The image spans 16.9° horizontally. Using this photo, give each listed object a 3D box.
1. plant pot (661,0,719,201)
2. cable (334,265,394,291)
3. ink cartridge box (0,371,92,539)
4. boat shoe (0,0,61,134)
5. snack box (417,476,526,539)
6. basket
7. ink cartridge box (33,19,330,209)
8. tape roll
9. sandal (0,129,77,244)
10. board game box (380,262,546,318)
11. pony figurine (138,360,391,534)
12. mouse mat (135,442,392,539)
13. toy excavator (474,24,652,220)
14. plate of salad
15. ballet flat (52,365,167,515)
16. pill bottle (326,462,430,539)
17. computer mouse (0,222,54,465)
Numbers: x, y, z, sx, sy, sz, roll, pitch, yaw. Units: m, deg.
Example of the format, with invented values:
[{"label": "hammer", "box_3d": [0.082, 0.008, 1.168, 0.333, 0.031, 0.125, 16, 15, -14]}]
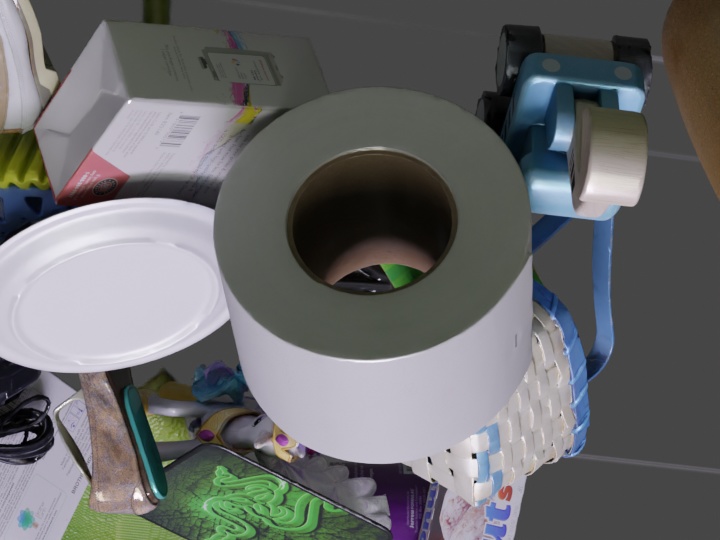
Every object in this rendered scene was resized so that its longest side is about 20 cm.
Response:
[{"label": "plant pot", "box_3d": [0.294, -0.082, 1.533, 0.185, 0.201, 0.187, -1, 140, -1]}, {"label": "cable", "box_3d": [0.000, 0.000, 1.764, 0.198, 0.050, 0.098, -1, 127, -19]}, {"label": "ink cartridge box", "box_3d": [-0.293, 0.118, 1.799, 0.076, 0.137, 0.200, 6, 153, 46]}, {"label": "boat shoe", "box_3d": [-0.241, -0.155, 1.524, 0.068, 0.075, 0.201, -24, 140, -8]}, {"label": "snack box", "box_3d": [0.085, 0.195, 1.876, 0.071, 0.202, 0.024, 14, 174, -18]}, {"label": "basket", "box_3d": [0.108, 0.049, 1.695, 0.199, 0.139, 0.177, -33, 137, -27]}, {"label": "ink cartridge box", "box_3d": [-0.098, -0.097, 1.585, 0.199, 0.068, 0.117, 2, 145, -36]}, {"label": "tape roll", "box_3d": [0.011, 0.004, 1.546, 0.201, 0.204, 0.140, -3, 149, 2]}, {"label": "sandal", "box_3d": [-0.257, -0.050, 1.636, 0.198, 0.080, 0.088, 1, 119, 20]}, {"label": "board game box", "box_3d": [0.061, -0.018, 1.716, 0.095, 0.030, 0.200, -27, 131, 6]}, {"label": "pony figurine", "box_3d": [-0.068, 0.120, 1.800, 0.199, 0.168, 0.192, -1, 179, 41]}, {"label": "mouse mat", "box_3d": [-0.082, 0.183, 1.788, 0.160, 0.008, 0.200, 28, 151, -16]}, {"label": "toy excavator", "box_3d": [0.140, -0.076, 1.535, 0.099, 0.201, 0.195, 5, 140, -8]}, {"label": "plate of salad", "box_3d": [-0.168, 0.005, 1.623, 0.198, 0.048, 0.201, -11, 148, -7]}, {"label": "ballet flat", "box_3d": [-0.193, 0.079, 1.732, 0.067, 0.202, 0.068, -14, 173, 11]}, {"label": "pill bottle", "box_3d": [-0.014, 0.210, 1.938, 0.198, 0.113, 0.113, 0, 140, -1]}, {"label": "computer mouse", "box_3d": [-0.278, 0.045, 1.730, 0.138, 0.053, 0.202, -7, 110, -44]}]
